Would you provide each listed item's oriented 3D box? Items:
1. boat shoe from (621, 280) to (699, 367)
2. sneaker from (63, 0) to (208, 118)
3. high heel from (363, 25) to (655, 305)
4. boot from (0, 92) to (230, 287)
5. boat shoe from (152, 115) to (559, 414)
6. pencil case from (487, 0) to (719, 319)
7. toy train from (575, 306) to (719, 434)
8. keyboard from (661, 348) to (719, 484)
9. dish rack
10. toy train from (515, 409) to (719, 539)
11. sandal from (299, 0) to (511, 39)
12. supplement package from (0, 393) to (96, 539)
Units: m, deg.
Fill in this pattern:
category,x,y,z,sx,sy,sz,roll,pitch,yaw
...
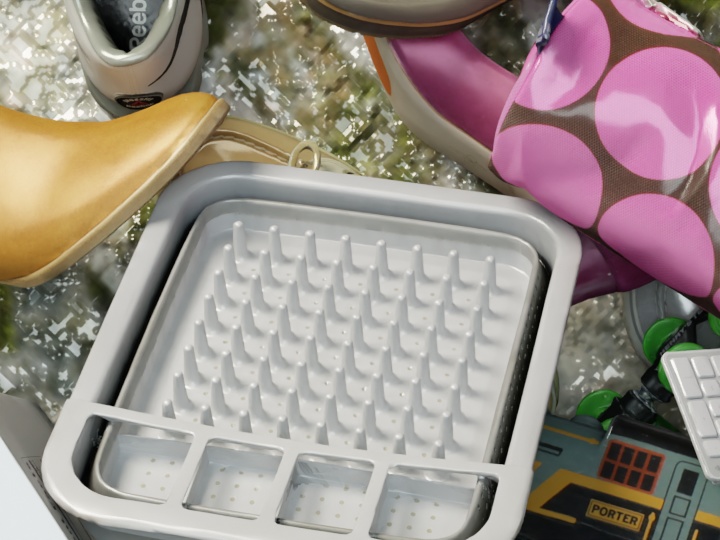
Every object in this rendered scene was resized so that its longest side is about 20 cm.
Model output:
category,x,y,z,sx,sy,sz,roll,pitch,yaw
boat shoe,0.171,-0.048,1.045,0.072,0.069,0.201,33,86,2
sneaker,-0.099,-0.168,1.045,0.074,0.089,0.201,-11,84,0
high heel,0.064,-0.078,1.039,0.096,0.067,0.201,-26,68,-4
boot,-0.165,-0.056,1.015,0.201,0.071,0.144,-35,97,21
boat shoe,0.000,0.000,1.042,0.199,0.063,0.074,33,86,2
pencil case,0.147,-0.029,0.948,0.199,0.091,0.094,34,86,9
toy train,0.107,0.081,1.029,0.056,0.042,0.200,37,103,-18
keyboard,0.210,0.051,0.973,0.199,0.011,0.057,-2,60,-23
dish rack,-0.012,0.042,0.938,0.171,0.044,0.201,7,43,11
toy train,0.054,0.102,0.968,0.199,0.085,0.114,16,66,17
sandal,0.059,-0.142,1.023,0.199,0.055,0.082,-6,53,-22
supplement package,-0.150,0.120,0.960,0.113,0.200,0.110,-34,86,-4
